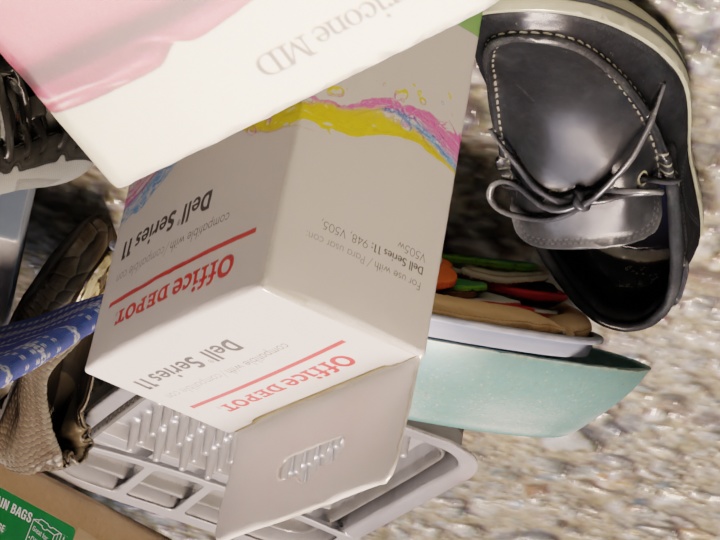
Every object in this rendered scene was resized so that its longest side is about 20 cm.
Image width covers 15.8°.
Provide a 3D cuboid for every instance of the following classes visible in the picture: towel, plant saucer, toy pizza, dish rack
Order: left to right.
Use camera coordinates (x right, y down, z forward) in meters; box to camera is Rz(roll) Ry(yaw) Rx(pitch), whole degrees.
[{"bbox_3d":[-0.200,0.056,1.021,0.144,0.200,0.024,-16,101,37],"label":"towel"},{"bbox_3d":[-0.050,0.078,1.267,0.171,0.044,0.200,21,152,-20],"label":"dish rack"},{"bbox_3d":[0.000,0.000,1.027,0.199,0.032,0.200,11,-178,0],"label":"toy pizza"},{"bbox_3d":[0.018,0.037,1.062,0.199,0.036,0.200,11,-178,0],"label":"plant saucer"}]

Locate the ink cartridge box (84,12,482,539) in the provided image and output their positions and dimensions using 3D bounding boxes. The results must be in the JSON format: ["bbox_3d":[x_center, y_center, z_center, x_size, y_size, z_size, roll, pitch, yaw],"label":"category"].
[{"bbox_3d":[-0.028,-0.020,0.874,0.067,0.201,0.117,25,151,-28],"label":"ink cartridge box"}]

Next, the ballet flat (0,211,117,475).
[{"bbox_3d":[-0.132,0.041,1.167,0.046,0.067,0.200,37,145,8],"label":"ballet flat"}]

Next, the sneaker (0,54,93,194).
[{"bbox_3d":[-0.130,-0.061,0.934,0.079,0.074,0.200,-8,-177,3],"label":"sneaker"}]

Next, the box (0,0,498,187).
[{"bbox_3d":[-0.063,-0.142,0.654,0.127,0.109,0.200,-25,124,22],"label":"box"}]

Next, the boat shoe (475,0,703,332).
[{"bbox_3d":[0.086,-0.040,0.953,0.074,0.063,0.200,3,152,20],"label":"boat shoe"}]

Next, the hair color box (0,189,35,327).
[{"bbox_3d":[-0.198,-0.007,1.128,0.099,0.061,0.200,13,153,-7],"label":"hair color box"}]

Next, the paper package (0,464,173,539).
[{"bbox_3d":[-0.221,0.148,1.362,0.190,0.104,0.200,4,158,47],"label":"paper package"}]
